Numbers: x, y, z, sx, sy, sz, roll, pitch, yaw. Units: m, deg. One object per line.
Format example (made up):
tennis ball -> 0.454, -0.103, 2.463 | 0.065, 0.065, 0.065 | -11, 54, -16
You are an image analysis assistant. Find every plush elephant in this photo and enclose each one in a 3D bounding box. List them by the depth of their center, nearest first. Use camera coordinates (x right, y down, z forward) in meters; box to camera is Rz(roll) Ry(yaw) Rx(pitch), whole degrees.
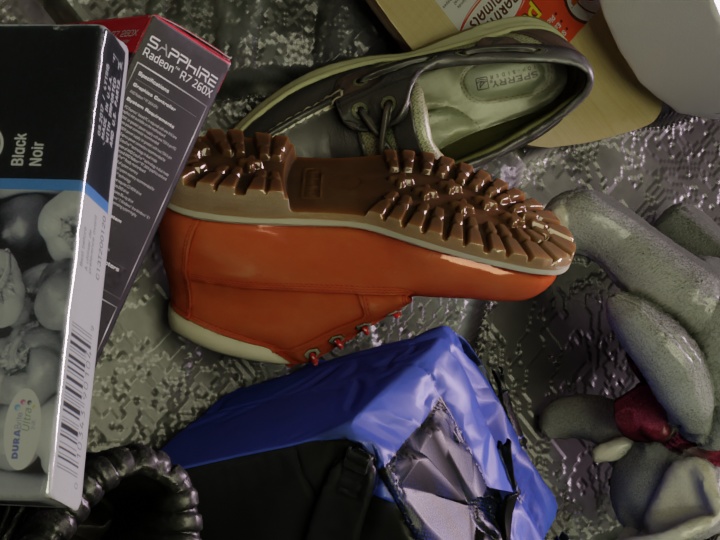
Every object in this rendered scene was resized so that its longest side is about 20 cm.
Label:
plush elephant -> 0.166, 0.071, 1.075 | 0.155, 0.200, 0.164 | -57, 157, 18

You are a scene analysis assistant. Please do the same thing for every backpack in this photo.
backpack -> 0.021, 0.140, 0.978 | 0.168, 0.162, 0.201 | -38, 107, -45

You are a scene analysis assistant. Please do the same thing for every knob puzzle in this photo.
knob puzzle -> 0.095, -0.154, 1.096 | 0.219, 0.030, 0.221 | -1, 92, -30

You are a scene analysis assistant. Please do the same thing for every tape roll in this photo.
tape roll -> 0.207, -0.185, 1.107 | 0.202, 0.071, 0.204 | 4, 84, -48

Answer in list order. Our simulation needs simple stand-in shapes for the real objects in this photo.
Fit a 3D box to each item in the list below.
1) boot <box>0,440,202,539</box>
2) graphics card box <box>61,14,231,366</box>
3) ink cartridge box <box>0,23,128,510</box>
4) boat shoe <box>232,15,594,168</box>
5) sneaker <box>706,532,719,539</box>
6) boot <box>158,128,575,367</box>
boot -> -0.151, 0.171, 0.880 | 0.079, 0.158, 0.212 | 22, 79, -28
graphics card box -> -0.143, -0.016, 0.904 | 0.051, 0.125, 0.201 | 30, 76, -34
ink cartridge box -> -0.202, -0.004, 0.831 | 0.199, 0.043, 0.199 | 0, 73, 13
boat shoe -> 0.023, -0.074, 1.012 | 0.200, 0.066, 0.072 | -22, 105, -12
sneaker -> 0.257, 0.216, 1.170 | 0.200, 0.078, 0.082 | 44, 76, -14
boot -> 0.000, 0.000, 0.975 | 0.199, 0.075, 0.108 | 8, 119, 4
